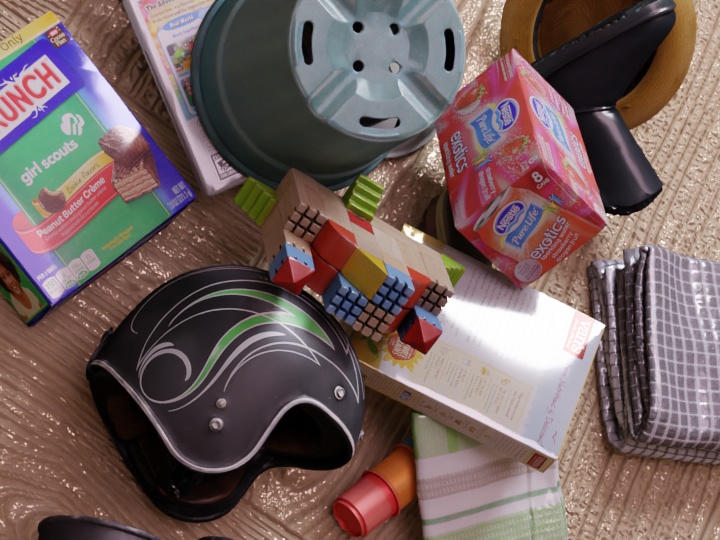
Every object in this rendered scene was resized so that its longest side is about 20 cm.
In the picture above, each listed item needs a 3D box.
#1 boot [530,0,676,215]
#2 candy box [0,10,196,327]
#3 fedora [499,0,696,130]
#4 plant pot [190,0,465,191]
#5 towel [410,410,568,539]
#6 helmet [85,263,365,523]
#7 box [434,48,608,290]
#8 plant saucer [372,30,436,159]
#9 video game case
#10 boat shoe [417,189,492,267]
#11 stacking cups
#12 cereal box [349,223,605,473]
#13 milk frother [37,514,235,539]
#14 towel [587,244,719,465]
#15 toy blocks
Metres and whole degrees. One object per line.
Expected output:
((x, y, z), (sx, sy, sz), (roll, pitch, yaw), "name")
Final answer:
((0.240, -0.143, 1.829), (0.169, 0.200, 0.076), (58, 26, -5), "boot")
((-0.262, -0.085, 1.608), (0.169, 0.077, 0.200), (-40, 92, -32), "candy box")
((0.229, -0.232, 1.891), (0.201, 0.200, 0.082), (47, 20, -6), "fedora")
((-0.018, -0.169, 1.596), (0.199, 0.196, 0.201), (1, 87, -19), "plant pot")
((0.117, 0.206, 1.694), (0.149, 0.031, 0.201), (-12, 98, -33), "towel")
((-0.098, 0.092, 1.568), (0.190, 0.200, 0.201), (-32, 89, -22), "helmet")
((0.137, -0.092, 1.721), (0.095, 0.100, 0.200), (42, 22, -27), "box")
((0.029, -0.203, 1.785), (0.199, 0.050, 0.201), (2, 87, -41), "plant saucer")
((-0.080, -0.184, 1.690), (0.199, 0.024, 0.183), (-25, 97, -18), "video game case")
((0.079, 0.024, 1.755), (0.072, 0.067, 0.201), (19, 62, -29), "boat shoe")
((0.056, 0.157, 1.705), (0.200, 0.060, 0.061), (-32, 89, -30), "stacking cups")
((0.096, 0.066, 1.671), (0.199, 0.040, 0.144), (28, 58, -3), "cereal box")
((-0.163, 0.290, 1.455), (0.180, 0.200, 0.189), (24, 63, -23), "milk frother")
((0.310, 0.077, 1.850), (0.165, 0.086, 0.201), (8, 69, -26), "towel")
((0.000, 0.000, 1.556), (0.199, 0.100, 0.137), (30, 18, -20), "toy blocks")
